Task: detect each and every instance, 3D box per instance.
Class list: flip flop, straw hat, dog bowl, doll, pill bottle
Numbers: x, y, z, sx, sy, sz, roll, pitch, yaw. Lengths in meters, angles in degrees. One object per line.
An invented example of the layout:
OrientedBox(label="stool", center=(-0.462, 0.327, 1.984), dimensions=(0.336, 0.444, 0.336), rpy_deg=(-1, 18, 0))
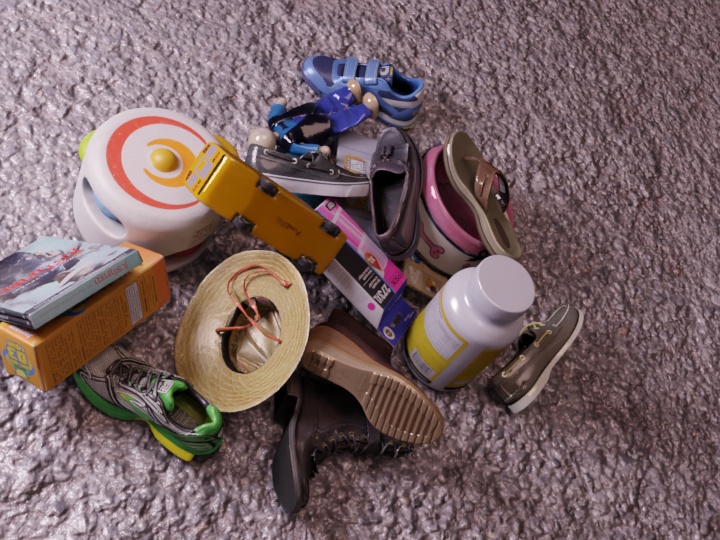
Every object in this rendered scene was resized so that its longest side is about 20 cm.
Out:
OrientedBox(label="flip flop", center=(0.178, -0.105, 1.387), dimensions=(0.081, 0.057, 0.202), rpy_deg=(-12, 75, -46))
OrientedBox(label="straw hat", center=(-0.123, 0.084, 1.221), dimensions=(0.085, 0.199, 0.203), rpy_deg=(42, 31, -56))
OrientedBox(label="dog bowl", center=(0.139, -0.093, 1.441), dimensions=(0.199, 0.074, 0.202), rpy_deg=(22, 53, -32))
OrientedBox(label="doll", center=(-0.076, -0.214, 1.447), dimensions=(0.199, 0.049, 0.136), rpy_deg=(-29, 57, -26))
OrientedBox(label="pill bottle", center=(0.140, 0.066, 1.290), dimensions=(0.111, 0.200, 0.113), rpy_deg=(12, 55, -18))

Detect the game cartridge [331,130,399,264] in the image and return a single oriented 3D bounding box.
OrientedBox(label="game cartridge", center=(0.019, -0.109, 1.452), dimensions=(0.132, 0.042, 0.202), rpy_deg=(12, 55, -14))

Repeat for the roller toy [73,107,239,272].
OrientedBox(label="roller toy", center=(-0.254, -0.102, 1.247), dimensions=(0.198, 0.140, 0.184), rpy_deg=(14, 55, -18))

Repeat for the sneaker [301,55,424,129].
OrientedBox(label="sneaker", center=(0.008, -0.290, 1.534), dimensions=(0.198, 0.082, 0.075), rpy_deg=(18, 55, -12))

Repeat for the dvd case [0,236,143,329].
OrientedBox(label="dvd case", center=(-0.354, 0.009, 1.114), dimensions=(0.146, 0.199, 0.022), rpy_deg=(-36, 122, -37))

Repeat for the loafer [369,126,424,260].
OrientedBox(label="loafer", center=(0.044, -0.114, 1.359), dimensions=(0.063, 0.071, 0.202), rpy_deg=(36, 46, -51))

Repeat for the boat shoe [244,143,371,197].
OrientedBox(label="boat shoe", center=(-0.065, -0.131, 1.338), dimensions=(0.198, 0.068, 0.057), rpy_deg=(2, 100, -36))

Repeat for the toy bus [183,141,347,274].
OrientedBox(label="toy bus", center=(-0.110, -0.071, 1.202), dimensions=(0.199, 0.065, 0.078), rpy_deg=(32, 5, -38))

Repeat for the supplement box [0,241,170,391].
OrientedBox(label="supplement box", center=(-0.304, 0.047, 1.122), dimensions=(0.066, 0.069, 0.200), rpy_deg=(19, 41, 27))

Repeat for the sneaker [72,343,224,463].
OrientedBox(label="sneaker", center=(-0.236, 0.133, 1.137), dimensions=(0.199, 0.085, 0.078), rpy_deg=(30, 51, 0))

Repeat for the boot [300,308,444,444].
OrientedBox(label="boot", center=(0.026, 0.120, 1.231), dimensions=(0.199, 0.073, 0.166), rpy_deg=(32, 19, 5))

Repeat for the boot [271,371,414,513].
OrientedBox(label="boot", center=(-0.015, 0.203, 1.207), dimensions=(0.172, 0.069, 0.201), rpy_deg=(13, 49, -18))

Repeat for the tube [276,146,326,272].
OrientedBox(label="tube", center=(-0.076, -0.093, 1.391), dimensions=(0.077, 0.050, 0.201), rpy_deg=(13, 50, -23))

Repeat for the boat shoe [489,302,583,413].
OrientedBox(label="boat shoe", center=(0.246, 0.108, 1.397), dimensions=(0.060, 0.072, 0.202), rpy_deg=(42, 55, -1))

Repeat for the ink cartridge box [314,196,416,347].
OrientedBox(label="ink cartridge box", center=(0.000, 0.000, 1.320), dimensions=(0.200, 0.037, 0.095), rpy_deg=(48, 34, -5))

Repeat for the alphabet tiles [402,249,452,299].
OrientedBox(label="alphabet tiles", center=(0.105, -0.045, 1.440), dimensions=(0.166, 0.006, 0.202), rpy_deg=(29, 49, -29))
